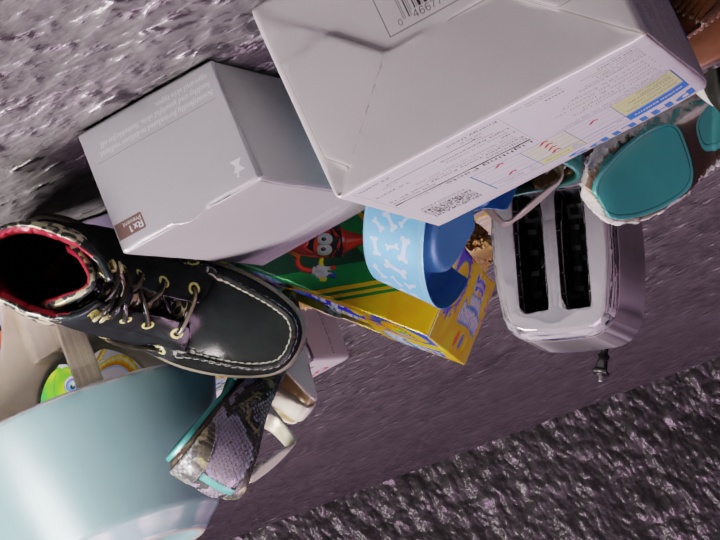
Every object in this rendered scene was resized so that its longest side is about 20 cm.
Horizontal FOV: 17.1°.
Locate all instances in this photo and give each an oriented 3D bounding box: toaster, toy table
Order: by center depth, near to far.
[{"bbox_3d":[-0.197,0.043,1.655,0.199,0.118,0.184,-23,169,4],"label":"toy table"},{"bbox_3d":[0.167,-0.010,1.949,0.113,0.201,0.129,-4,174,17],"label":"toaster"}]

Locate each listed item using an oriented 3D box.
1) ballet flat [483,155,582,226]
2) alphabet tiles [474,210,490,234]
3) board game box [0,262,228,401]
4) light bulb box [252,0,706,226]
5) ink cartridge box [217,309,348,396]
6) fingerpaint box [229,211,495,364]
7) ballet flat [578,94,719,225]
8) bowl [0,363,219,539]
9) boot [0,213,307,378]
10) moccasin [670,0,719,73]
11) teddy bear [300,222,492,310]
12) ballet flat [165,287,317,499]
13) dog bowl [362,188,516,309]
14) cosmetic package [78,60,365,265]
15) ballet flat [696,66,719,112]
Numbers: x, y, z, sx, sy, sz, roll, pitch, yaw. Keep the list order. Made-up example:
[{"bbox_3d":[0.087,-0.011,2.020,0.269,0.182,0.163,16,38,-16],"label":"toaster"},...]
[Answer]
[{"bbox_3d":[0.084,-0.061,1.852,0.199,0.071,0.067,-22,156,-10],"label":"ballet flat"},{"bbox_3d":[0.160,-0.063,2.154,0.195,0.015,0.200,-30,167,27],"label":"alphabet tiles"},{"bbox_3d":[-0.175,0.060,1.808,0.199,0.105,0.103,-28,167,22],"label":"board game box"},{"bbox_3d":[0.075,-0.128,1.382,0.197,0.125,0.200,-27,169,14],"label":"light bulb box"},{"bbox_3d":[-0.120,0.069,2.015,0.145,0.084,0.200,-28,168,22],"label":"ink cartridge box"},{"bbox_3d":[0.000,0.000,1.724,0.200,0.166,0.074,40,72,-78],"label":"fingerpaint box"},{"bbox_3d":[0.219,-0.091,1.688,0.199,0.072,0.072,-30,173,-28],"label":"ballet flat"},{"bbox_3d":[-0.174,0.148,1.622,0.200,0.106,0.201,-22,169,-4],"label":"bowl"},{"bbox_3d":[-0.138,0.020,1.481,0.202,0.074,0.154,20,-177,4],"label":"boot"},{"bbox_3d":[0.239,-0.189,1.532,0.201,0.078,0.074,-33,-150,-3],"label":"moccasin"},{"bbox_3d":[0.014,-0.020,1.965,0.199,0.067,0.145,-15,158,-9],"label":"teddy bear"},{"bbox_3d":[-0.067,0.088,1.592,0.072,0.072,0.201,-30,-163,33],"label":"ballet flat"},{"bbox_3d":[0.057,-0.063,1.585,0.049,0.112,0.200,10,-136,22],"label":"dog bowl"},{"bbox_3d":[-0.076,-0.063,1.491,0.106,0.091,0.200,-27,166,18],"label":"cosmetic package"},{"bbox_3d":[0.262,-0.148,1.611,0.068,0.068,0.200,-34,-161,43],"label":"ballet flat"}]
